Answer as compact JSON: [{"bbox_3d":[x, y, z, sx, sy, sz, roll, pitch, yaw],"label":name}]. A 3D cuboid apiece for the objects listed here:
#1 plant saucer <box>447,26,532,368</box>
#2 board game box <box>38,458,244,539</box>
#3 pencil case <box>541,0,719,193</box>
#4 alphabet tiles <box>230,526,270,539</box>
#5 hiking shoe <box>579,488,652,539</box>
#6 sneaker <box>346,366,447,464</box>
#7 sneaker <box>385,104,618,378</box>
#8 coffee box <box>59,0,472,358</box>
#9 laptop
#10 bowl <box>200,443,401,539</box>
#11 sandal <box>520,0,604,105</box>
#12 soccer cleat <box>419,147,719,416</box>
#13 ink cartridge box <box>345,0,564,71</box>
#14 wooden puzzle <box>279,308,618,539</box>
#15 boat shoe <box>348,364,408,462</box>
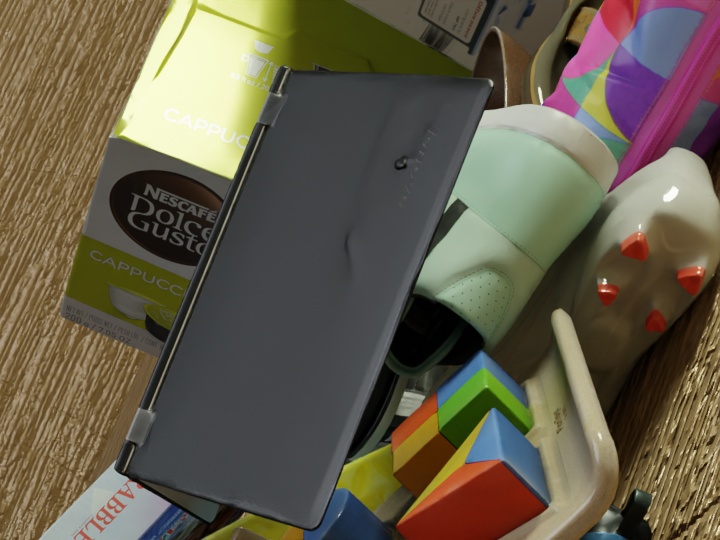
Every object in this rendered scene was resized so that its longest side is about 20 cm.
[{"bbox_3d":[0.073,-0.026,1.193,0.200,0.034,0.201,-174,90,-84],"label":"plant saucer"},{"bbox_3d":[-0.099,0.122,1.246,0.200,0.041,0.200,-46,-10,-24],"label":"board game box"},{"bbox_3d":[0.152,-0.119,1.011,0.088,0.088,0.200,-83,19,-63],"label":"pencil case"},{"bbox_3d":[-0.052,0.223,0.989,0.008,0.167,0.200,-3,60,63],"label":"alphabet tiles"},{"bbox_3d":[0.057,0.144,0.915,0.087,0.074,0.200,-61,17,-24],"label":"hiking shoe"},{"bbox_3d":[0.013,0.070,1.250,0.200,0.066,0.091,121,157,-70],"label":"sneaker"},{"bbox_3d":[0.027,-0.011,1.025,0.118,0.074,0.200,-54,16,-15],"label":"sneaker"},{"bbox_3d":[-0.049,-0.061,1.399,0.198,0.199,0.200,116,175,-53],"label":"coffee box"},{"bbox_3d":[-0.012,0.022,0.961,0.200,0.116,0.188,52,-121,-69],"label":"laptop"},{"bbox_3d":[-0.032,0.172,1.109,0.200,0.108,0.200,-28,-7,-4],"label":"bowl"},{"bbox_3d":[0.130,-0.099,1.142,0.054,0.080,0.200,-25,28,36],"label":"sandal"},{"bbox_3d":[0.094,0.027,1.011,0.200,0.069,0.078,-49,12,36],"label":"soccer cleat"},{"bbox_3d":[0.061,-0.183,1.307,0.086,0.200,0.147,-59,11,24],"label":"ink cartridge box"},{"bbox_3d":[0.016,0.106,0.889,0.200,0.046,0.185,-48,10,11],"label":"wooden puzzle"},{"bbox_3d":[-0.001,0.001,1.151,0.074,0.063,0.202,-37,37,52],"label":"boat shoe"}]
